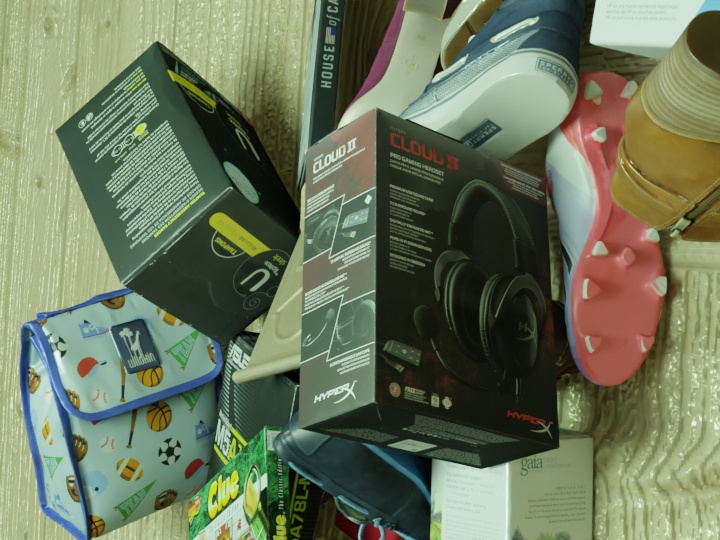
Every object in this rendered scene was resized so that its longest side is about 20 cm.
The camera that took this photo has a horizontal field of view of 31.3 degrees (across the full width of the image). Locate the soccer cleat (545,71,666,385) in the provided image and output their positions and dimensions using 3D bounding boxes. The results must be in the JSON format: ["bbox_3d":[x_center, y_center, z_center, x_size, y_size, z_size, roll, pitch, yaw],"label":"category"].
[{"bbox_3d":[0.152,-0.027,0.825,0.076,0.066,0.203,159,109,-74],"label":"soccer cleat"}]

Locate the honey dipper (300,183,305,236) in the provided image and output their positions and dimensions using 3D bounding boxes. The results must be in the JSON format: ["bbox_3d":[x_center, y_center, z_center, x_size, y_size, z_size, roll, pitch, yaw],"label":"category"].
[{"bbox_3d":[-0.025,0.001,0.929,0.038,0.038,0.201,-57,22,33],"label":"honey dipper"}]

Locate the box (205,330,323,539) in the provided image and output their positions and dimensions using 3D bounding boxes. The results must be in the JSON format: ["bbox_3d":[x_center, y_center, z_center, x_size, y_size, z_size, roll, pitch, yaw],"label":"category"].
[{"bbox_3d":[-0.082,0.166,1.081,0.200,0.047,0.196,-151,68,-67],"label":"box"}]

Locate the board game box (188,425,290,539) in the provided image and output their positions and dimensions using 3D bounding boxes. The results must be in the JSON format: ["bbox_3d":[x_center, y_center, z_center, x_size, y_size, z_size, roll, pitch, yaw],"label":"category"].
[{"bbox_3d":[-0.100,0.207,1.027,0.200,0.023,0.106,132,142,-53],"label":"board game box"}]

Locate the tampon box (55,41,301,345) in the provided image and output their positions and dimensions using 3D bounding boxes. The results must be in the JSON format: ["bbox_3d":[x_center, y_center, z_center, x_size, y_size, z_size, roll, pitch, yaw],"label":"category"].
[{"bbox_3d":[-0.149,-0.067,1.122,0.126,0.150,0.201,-39,53,11],"label":"tampon box"}]

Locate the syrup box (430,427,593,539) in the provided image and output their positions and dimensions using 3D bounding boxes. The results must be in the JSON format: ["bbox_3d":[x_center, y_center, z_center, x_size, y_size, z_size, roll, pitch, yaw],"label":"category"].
[{"bbox_3d":[0.099,0.206,0.850,0.081,0.078,0.203,-5,83,53],"label":"syrup box"}]

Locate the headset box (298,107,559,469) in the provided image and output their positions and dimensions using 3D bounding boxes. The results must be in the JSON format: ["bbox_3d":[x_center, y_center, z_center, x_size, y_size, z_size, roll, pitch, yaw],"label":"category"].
[{"bbox_3d":[0.043,0.006,0.785,0.077,0.148,0.202,-23,57,47],"label":"headset box"}]

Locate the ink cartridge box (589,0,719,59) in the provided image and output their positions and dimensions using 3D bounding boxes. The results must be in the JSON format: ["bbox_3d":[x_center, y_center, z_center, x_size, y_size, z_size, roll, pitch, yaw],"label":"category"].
[{"bbox_3d":[0.221,-0.220,0.722,0.144,0.083,0.203,16,101,52],"label":"ink cartridge box"}]

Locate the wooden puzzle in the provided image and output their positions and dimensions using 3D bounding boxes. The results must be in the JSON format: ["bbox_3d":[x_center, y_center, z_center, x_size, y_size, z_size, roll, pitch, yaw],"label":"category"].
[{"bbox_3d":[0.000,0.000,0.980,0.184,0.046,0.201,-18,39,51],"label":"wooden puzzle"}]

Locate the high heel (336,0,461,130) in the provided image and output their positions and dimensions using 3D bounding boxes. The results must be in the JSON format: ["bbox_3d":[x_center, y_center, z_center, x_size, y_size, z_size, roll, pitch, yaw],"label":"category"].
[{"bbox_3d":[0.036,-0.139,0.971,0.067,0.096,0.202,26,106,5],"label":"high heel"}]

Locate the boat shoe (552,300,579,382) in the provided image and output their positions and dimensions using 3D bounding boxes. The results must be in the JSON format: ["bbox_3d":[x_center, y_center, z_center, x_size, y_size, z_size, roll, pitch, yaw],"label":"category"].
[{"bbox_3d":[0.078,0.069,0.897,0.199,0.070,0.071,-19,62,49],"label":"boat shoe"}]

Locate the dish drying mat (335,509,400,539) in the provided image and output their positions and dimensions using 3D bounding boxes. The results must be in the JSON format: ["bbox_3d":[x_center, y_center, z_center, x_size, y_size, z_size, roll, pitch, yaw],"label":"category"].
[{"bbox_3d":[0.025,0.122,1.009,0.077,0.018,0.202,26,107,53],"label":"dish drying mat"}]

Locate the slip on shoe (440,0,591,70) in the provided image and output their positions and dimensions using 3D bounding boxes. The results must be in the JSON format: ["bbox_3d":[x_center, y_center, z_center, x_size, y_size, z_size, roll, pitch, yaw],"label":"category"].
[{"bbox_3d":[0.129,-0.203,0.866,0.200,0.076,0.061,-45,20,40],"label":"slip on shoe"}]

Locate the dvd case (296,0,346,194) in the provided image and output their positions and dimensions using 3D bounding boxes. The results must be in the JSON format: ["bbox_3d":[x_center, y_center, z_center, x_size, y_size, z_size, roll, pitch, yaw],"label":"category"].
[{"bbox_3d":[-0.029,-0.173,1.028,0.150,0.024,0.203,122,152,-81],"label":"dvd case"}]

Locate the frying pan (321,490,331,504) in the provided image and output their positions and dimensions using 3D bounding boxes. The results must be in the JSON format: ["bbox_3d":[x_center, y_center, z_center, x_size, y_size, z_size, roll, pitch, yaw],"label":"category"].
[{"bbox_3d":[-0.026,0.107,1.053,0.115,0.031,0.192,-136,59,-63],"label":"frying pan"}]

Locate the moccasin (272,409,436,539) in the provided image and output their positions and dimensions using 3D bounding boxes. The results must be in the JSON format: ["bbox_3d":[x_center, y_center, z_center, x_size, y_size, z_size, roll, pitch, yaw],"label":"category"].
[{"bbox_3d":[0.008,0.138,0.886,0.068,0.200,0.081,-29,43,14],"label":"moccasin"}]

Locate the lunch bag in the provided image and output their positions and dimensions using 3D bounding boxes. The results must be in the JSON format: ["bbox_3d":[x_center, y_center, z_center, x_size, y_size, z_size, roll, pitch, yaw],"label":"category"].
[{"bbox_3d":[-0.213,0.118,1.165,0.123,0.169,0.203,13,114,50],"label":"lunch bag"}]

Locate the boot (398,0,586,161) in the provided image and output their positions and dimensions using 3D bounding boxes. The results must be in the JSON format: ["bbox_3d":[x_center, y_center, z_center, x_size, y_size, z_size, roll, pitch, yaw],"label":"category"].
[{"bbox_3d":[0.077,-0.114,0.866,0.199,0.072,0.091,-26,37,47],"label":"boot"}]

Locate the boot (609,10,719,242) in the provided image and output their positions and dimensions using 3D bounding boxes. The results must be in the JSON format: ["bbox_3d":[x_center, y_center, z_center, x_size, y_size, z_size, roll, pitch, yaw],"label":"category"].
[{"bbox_3d":[0.235,-0.049,0.689,0.074,0.199,0.155,-56,-9,-26],"label":"boot"}]
